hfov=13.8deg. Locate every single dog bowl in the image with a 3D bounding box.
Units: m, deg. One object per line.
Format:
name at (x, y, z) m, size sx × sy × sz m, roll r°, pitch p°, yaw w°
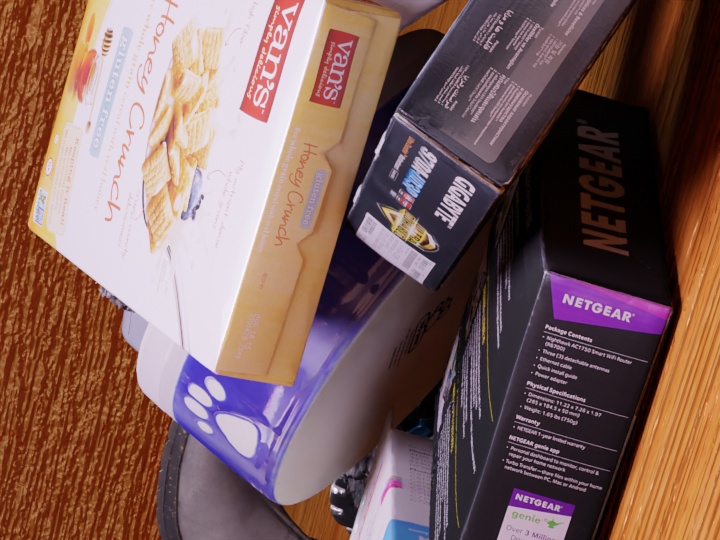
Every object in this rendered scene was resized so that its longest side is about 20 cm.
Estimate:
dog bowl at (0.000, 0.000, 1.260) m, size 0.200 × 0.079 × 0.200 m, roll -46°, pitch -13°, yaw -15°

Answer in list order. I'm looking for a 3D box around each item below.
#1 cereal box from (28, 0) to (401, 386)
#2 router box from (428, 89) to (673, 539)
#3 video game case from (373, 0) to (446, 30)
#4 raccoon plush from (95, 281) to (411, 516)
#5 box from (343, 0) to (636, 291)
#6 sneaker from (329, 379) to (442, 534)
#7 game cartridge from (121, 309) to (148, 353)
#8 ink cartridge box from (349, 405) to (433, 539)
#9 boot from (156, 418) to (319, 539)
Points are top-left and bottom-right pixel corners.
cereal box at (-0.062, -0.054, 1.144) m, size 0.200 × 0.039 × 0.145 m, roll 31°, pitch 107°, yaw 59°
router box at (0.068, 0.034, 1.105) m, size 0.200 × 0.051 × 0.150 m, roll -84°, pitch 10°, yaw -67°
video game case at (0.053, -0.135, 1.229) m, size 0.199 × 0.023 × 0.182 m, roll -34°, pitch 5°, yaw 0°
raccoon plush at (-0.035, 0.050, 1.382) m, size 0.097 × 0.133 × 0.201 m, roll -46°, pitch 59°, yaw 40°
box at (0.072, -0.099, 1.033) m, size 0.200 × 0.046 × 0.159 m, roll -56°, pitch -1°, yaw -14°
sneaker at (0.033, 0.057, 1.511) m, size 0.200 × 0.075 × 0.087 m, roll 112°, pitch -178°, yaw -52°
game cartridge at (-0.031, -0.029, 1.494) m, size 0.041 × 0.199 × 0.134 m, roll 39°, pitch 135°, yaw 37°
ink cartridge box at (0.028, 0.141, 1.211) m, size 0.200 × 0.067 × 0.116 m, roll -88°, pitch 14°, yaw -75°
boot at (-0.020, 0.134, 1.375) m, size 0.068 × 0.130 × 0.201 m, roll -60°, pitch -28°, yaw -52°
